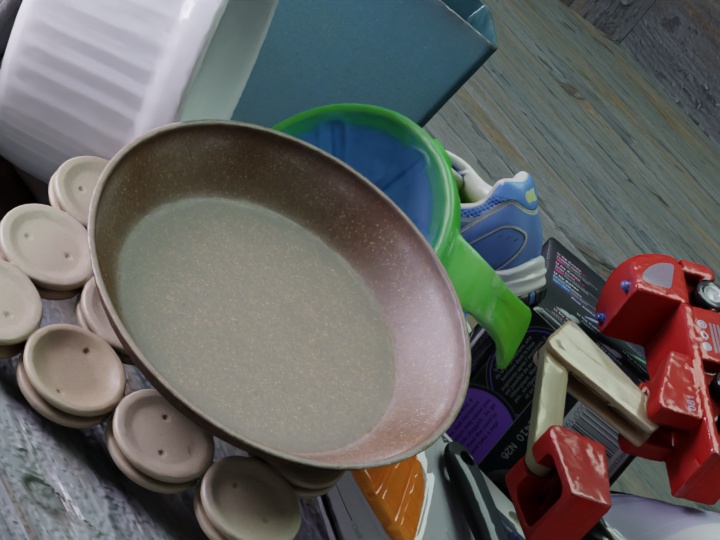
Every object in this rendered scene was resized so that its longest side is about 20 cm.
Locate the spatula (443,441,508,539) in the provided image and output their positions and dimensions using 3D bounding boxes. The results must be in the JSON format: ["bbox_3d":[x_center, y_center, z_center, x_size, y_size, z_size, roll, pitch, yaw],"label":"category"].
[{"bbox_3d":[0.075,0.174,1.170,0.056,0.020,0.201,13,55,-49],"label":"spatula"}]

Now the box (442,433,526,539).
[{"bbox_3d":[0.045,0.132,1.295,0.200,0.042,0.119,48,15,18],"label":"box"}]

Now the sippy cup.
[{"bbox_3d":[0.000,0.000,1.309,0.179,0.139,0.131,62,0,30],"label":"sippy cup"}]

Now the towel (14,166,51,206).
[{"bbox_3d":[-0.139,-0.054,1.398,0.190,0.032,0.200,25,20,-49],"label":"towel"}]

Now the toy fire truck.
[{"bbox_3d":[0.144,0.068,1.333,0.140,0.049,0.201,15,46,-23],"label":"toy fire truck"}]

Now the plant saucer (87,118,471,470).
[{"bbox_3d":[-0.042,0.017,1.133,0.199,0.037,0.202,20,44,-21],"label":"plant saucer"}]

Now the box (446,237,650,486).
[{"bbox_3d":[0.114,0.075,1.487,0.106,0.122,0.200,39,15,-3],"label":"box"}]

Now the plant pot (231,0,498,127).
[{"bbox_3d":[-0.030,-0.123,1.551,0.141,0.200,0.141,38,13,-9],"label":"plant pot"}]

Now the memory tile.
[{"bbox_3d":[-0.089,0.038,1.123,0.200,0.017,0.153,38,40,1],"label":"memory tile"}]

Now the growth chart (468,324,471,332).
[{"bbox_3d":[0.019,-0.011,1.722,0.144,0.018,0.200,35,15,-22],"label":"growth chart"}]

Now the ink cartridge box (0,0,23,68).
[{"bbox_3d":[-0.223,-0.181,1.272,0.146,0.085,0.200,43,9,0],"label":"ink cartridge box"}]

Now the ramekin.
[{"bbox_3d":[-0.112,-0.123,1.251,0.097,0.202,0.201,23,13,2],"label":"ramekin"}]

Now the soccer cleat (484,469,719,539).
[{"bbox_3d":[0.158,0.155,1.354,0.199,0.069,0.073,17,22,21],"label":"soccer cleat"}]

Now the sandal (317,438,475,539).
[{"bbox_3d":[0.017,0.132,1.200,0.079,0.059,0.208,-18,79,-56],"label":"sandal"}]

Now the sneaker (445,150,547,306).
[{"bbox_3d":[0.025,-0.038,1.420,0.199,0.078,0.076,15,22,28],"label":"sneaker"}]
